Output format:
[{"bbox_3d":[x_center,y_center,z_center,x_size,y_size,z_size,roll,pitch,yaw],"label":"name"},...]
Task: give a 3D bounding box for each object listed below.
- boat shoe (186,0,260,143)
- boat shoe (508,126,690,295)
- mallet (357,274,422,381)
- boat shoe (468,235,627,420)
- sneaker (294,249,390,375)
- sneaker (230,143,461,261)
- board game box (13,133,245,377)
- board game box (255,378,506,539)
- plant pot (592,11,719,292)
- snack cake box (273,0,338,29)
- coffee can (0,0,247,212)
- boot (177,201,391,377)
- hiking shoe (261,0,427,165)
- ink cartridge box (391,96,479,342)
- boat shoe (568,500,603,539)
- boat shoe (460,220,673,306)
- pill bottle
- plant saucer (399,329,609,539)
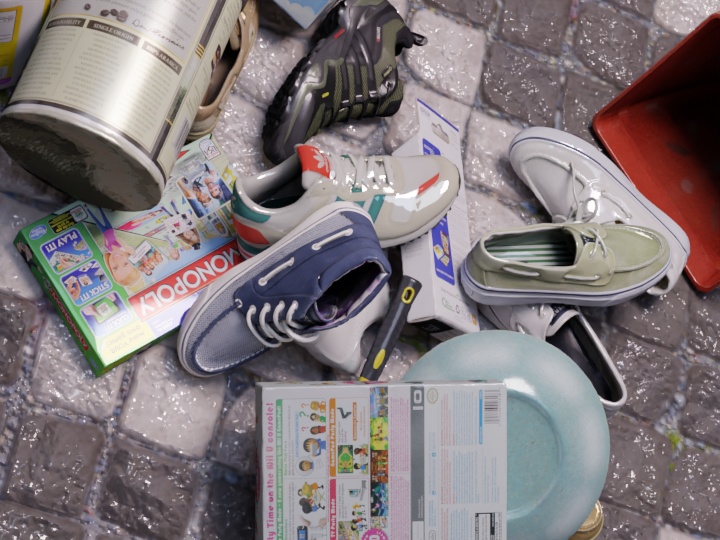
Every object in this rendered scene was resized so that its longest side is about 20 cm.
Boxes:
[{"bbox_3d":[-0.123,-0.209,1.676,0.071,0.065,0.202,18,62,-15],"label":"boat shoe"},{"bbox_3d":[0.211,-0.044,1.740,0.202,0.075,0.086,40,42,-10],"label":"boat shoe"},{"bbox_3d":[0.011,0.104,1.586,0.066,0.041,0.201,33,80,-10],"label":"mallet"},{"bbox_3d":[0.170,0.045,1.693,0.073,0.065,0.201,-37,86,-30],"label":"boat shoe"},{"bbox_3d":[0.000,0.000,1.649,0.088,0.075,0.201,41,55,-25],"label":"sneaker"},{"bbox_3d":[-0.014,-0.066,1.574,0.198,0.094,0.071,-14,52,0],"label":"sneaker"},{"bbox_3d":[-0.172,-0.016,1.598,0.199,0.029,0.135,-30,82,-30],"label":"board game box"},{"bbox_3d":[0.015,0.162,1.526,0.198,0.064,0.149,0,92,-9],"label":"board game box"},{"bbox_3d":[0.378,-0.132,1.790,0.175,0.200,0.201,-25,80,-40],"label":"plant pot"},{"bbox_3d":[-0.086,-0.321,1.712,0.200,0.067,0.115,43,32,-2],"label":"snack cake box"},{"bbox_3d":[-0.191,-0.171,1.544,0.145,0.146,0.202,26,67,-11],"label":"coffee can"},{"bbox_3d":[-0.065,0.030,1.532,0.073,0.200,0.091,43,12,-30],"label":"boot"},{"bbox_3d":[-0.010,-0.163,1.698,0.100,0.076,0.201,36,66,-11],"label":"hiking shoe"},{"bbox_3d":[0.065,-0.042,1.669,0.095,0.037,0.202,29,55,-59],"label":"ink cartridge box"},{"bbox_3d":[0.135,0.158,1.633,0.201,0.063,0.073,46,60,1],"label":"boat shoe"},{"bbox_3d":[0.185,-0.009,1.652,0.198,0.062,0.073,-8,64,-17],"label":"boat shoe"},{"bbox_3d":[-0.298,-0.236,1.532,0.103,0.200,0.105,6,63,-13],"label":"pill bottle"},{"bbox_3d":[0.114,0.152,1.588,0.198,0.039,0.204,0,94,-4],"label":"plant saucer"}]
